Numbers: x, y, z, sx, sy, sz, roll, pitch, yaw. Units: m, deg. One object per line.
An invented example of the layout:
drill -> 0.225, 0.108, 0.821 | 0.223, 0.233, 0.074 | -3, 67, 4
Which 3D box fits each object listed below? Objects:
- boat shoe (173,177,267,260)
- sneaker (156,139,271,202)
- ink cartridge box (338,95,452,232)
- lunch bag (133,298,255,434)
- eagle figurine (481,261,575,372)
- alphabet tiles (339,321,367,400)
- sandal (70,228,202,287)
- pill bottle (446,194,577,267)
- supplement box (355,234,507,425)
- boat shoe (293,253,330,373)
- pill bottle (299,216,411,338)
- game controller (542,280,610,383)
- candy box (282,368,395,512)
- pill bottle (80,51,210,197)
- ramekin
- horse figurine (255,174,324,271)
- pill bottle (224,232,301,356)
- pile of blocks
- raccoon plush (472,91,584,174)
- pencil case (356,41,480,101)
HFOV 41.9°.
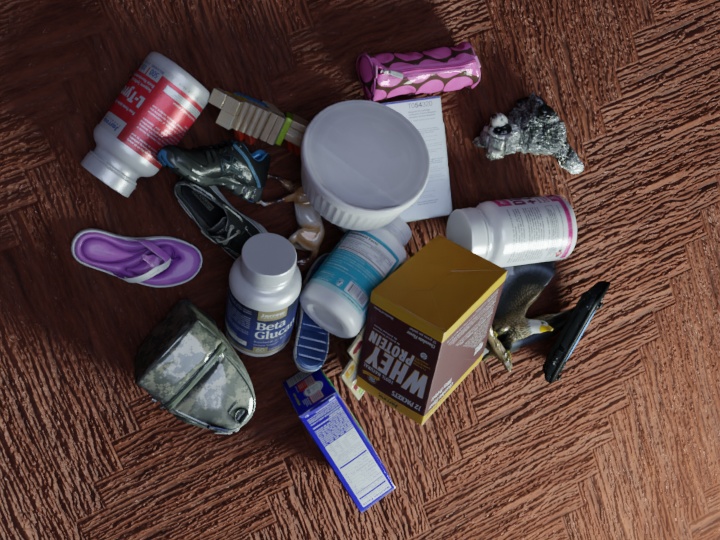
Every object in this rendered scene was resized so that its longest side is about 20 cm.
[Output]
boat shoe -> -0.214, -0.067, 1.467 | 0.200, 0.064, 0.071 | 44, 109, -9
sneaker -> -0.219, -0.166, 1.416 | 0.199, 0.073, 0.082 | 13, 103, -51
ink cartridge box -> 0.048, -0.177, 1.556 | 0.195, 0.043, 0.201 | -9, 100, -14
lunch bag -> -0.245, 0.156, 1.441 | 0.168, 0.200, 0.140 | 41, 87, -18
eagle figurine -> 0.281, 0.085, 1.645 | 0.200, 0.150, 0.152 | -44, 156, -39
alphabet tiles -> 0.029, 0.124, 1.538 | 0.006, 0.200, 0.167 | 30, 76, 23
sandal -> -0.345, -0.015, 1.459 | 0.201, 0.050, 0.083 | 7, 97, -18
pill bottle -> 0.254, -0.065, 1.593 | 0.199, 0.113, 0.114 | -7, 101, -22
supplement box -> 0.110, 0.092, 1.490 | 0.197, 0.132, 0.201 | -39, 149, -42
boat shoe -> -0.076, 0.070, 1.541 | 0.072, 0.072, 0.201 | 19, 70, -10
pill bottle -> 0.000, 0.000, 1.484 | 0.111, 0.111, 0.200 | 45, 66, -19
game controller -> 0.381, 0.108, 1.652 | 0.104, 0.042, 0.201 | -25, 144, -50
candy box -> -0.037, 0.269, 1.540 | 0.077, 0.169, 0.201 | -32, 108, -6
pill bottle -> -0.323, -0.214, 1.399 | 0.112, 0.112, 0.200 | 36, 87, -19
ramekin -> -0.001, -0.153, 1.440 | 0.201, 0.094, 0.204 | 7, 62, -14
horse figurine -> -0.103, -0.084, 1.523 | 0.132, 0.050, 0.201 | -4, 98, -10
pill bottle -> -0.149, 0.036, 1.443 | 0.110, 0.112, 0.200 | -6, 145, -16
pile of blocks -> -0.157, -0.226, 1.465 | 0.199, 0.082, 0.062 | 17, 109, -34
raccoon plush -> 0.289, -0.202, 1.604 | 0.134, 0.097, 0.200 | -41, 109, 2
pencil case -> 0.097, -0.321, 1.518 | 0.199, 0.094, 0.091 | -13, 85, -17
